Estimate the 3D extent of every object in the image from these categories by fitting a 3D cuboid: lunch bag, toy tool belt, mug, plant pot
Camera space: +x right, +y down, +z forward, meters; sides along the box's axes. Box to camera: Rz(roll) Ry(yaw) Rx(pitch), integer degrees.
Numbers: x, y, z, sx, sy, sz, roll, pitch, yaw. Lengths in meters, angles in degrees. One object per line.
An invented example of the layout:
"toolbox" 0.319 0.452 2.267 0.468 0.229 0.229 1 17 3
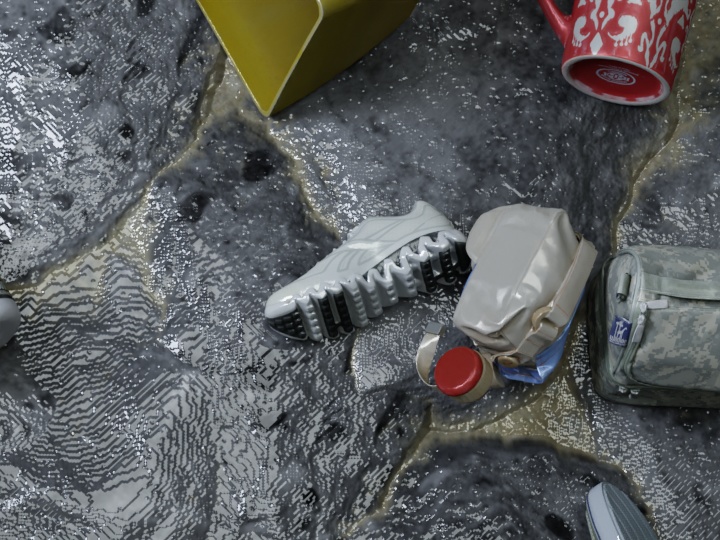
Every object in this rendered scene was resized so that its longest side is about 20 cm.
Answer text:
"lunch bag" 0.310 0.042 1.755 0.200 0.168 0.140 4 70 -7
"toy tool belt" 0.145 0.047 1.755 0.125 0.123 0.200 12 69 39
"mug" 0.251 -0.273 1.897 0.177 0.133 0.200 3 70 33
"plant pot" -0.037 -0.295 1.819 0.176 0.200 0.200 -23 75 -27

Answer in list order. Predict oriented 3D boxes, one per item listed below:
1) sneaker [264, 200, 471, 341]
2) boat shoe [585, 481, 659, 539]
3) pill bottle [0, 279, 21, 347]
"sneaker" 0.000 0.000 1.784 0.200 0.075 0.081 -23 55 -13
"boat shoe" 0.239 0.283 1.715 0.072 0.062 0.200 16 43 -50
"pill bottle" -0.391 -0.011 1.698 0.112 0.112 0.200 -30 78 -17
